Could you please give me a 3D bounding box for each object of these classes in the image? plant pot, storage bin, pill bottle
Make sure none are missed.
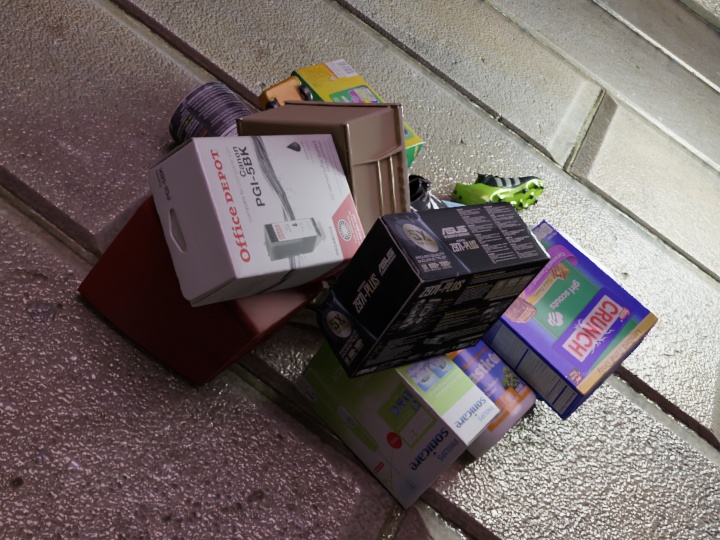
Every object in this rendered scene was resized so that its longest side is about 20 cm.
[{"bbox_3d":[-0.162,0.008,1.023,0.177,0.200,0.199,52,41,3],"label":"plant pot"},{"bbox_3d":[-0.043,-0.095,1.088,0.198,0.201,0.093,11,25,43],"label":"storage bin"},{"bbox_3d":[0.118,0.129,1.149,0.200,0.112,0.112,45,41,11],"label":"pill bottle"},{"bbox_3d":[-0.163,-0.155,1.235,0.200,0.107,0.106,47,41,13],"label":"pill bottle"}]

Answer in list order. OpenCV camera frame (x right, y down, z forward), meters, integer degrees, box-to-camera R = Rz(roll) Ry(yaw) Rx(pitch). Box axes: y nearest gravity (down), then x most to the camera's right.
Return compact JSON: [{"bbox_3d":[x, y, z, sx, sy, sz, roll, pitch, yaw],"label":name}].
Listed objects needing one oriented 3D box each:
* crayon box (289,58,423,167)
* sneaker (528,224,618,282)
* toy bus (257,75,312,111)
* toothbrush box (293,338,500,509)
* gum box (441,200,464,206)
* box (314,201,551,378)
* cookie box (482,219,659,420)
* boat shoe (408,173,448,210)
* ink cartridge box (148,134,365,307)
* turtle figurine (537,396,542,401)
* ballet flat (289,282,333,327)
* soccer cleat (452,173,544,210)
[{"bbox_3d":[-0.012,-0.230,1.374,0.200,0.058,0.118,48,42,14],"label":"crayon box"},{"bbox_3d":[0.333,0.011,1.447,0.198,0.071,0.113,31,37,-8],"label":"sneaker"},{"bbox_3d":[-0.074,-0.167,1.271,0.065,0.078,0.202,-34,96,-29],"label":"toy bus"},{"bbox_3d":[0.038,0.148,1.048,0.200,0.146,0.086,45,40,11],"label":"toothbrush box"},{"bbox_3d":[0.171,-0.016,1.380,0.168,0.045,0.202,9,48,-29],"label":"gum box"},{"bbox_3d":[0.076,0.018,0.960,0.198,0.164,0.087,-10,57,-39],"label":"box"},{"bbox_3d":[0.252,0.059,1.165,0.171,0.076,0.200,-36,70,-28],"label":"cookie box"},{"bbox_3d":[0.076,-0.102,1.288,0.199,0.062,0.073,19,48,-41],"label":"boat shoe"},{"bbox_3d":[-0.099,-0.057,0.926,0.199,0.082,0.149,-12,81,-49],"label":"ink cartridge box"},{"bbox_3d":[0.274,0.076,1.292,0.099,0.151,0.202,6,54,10],"label":"turtle figurine"},{"bbox_3d":[-0.040,0.043,1.161,0.198,0.063,0.068,8,46,-29],"label":"ballet flat"},{"bbox_3d":[0.240,-0.138,1.536,0.198,0.068,0.081,-14,47,-42],"label":"soccer cleat"}]
